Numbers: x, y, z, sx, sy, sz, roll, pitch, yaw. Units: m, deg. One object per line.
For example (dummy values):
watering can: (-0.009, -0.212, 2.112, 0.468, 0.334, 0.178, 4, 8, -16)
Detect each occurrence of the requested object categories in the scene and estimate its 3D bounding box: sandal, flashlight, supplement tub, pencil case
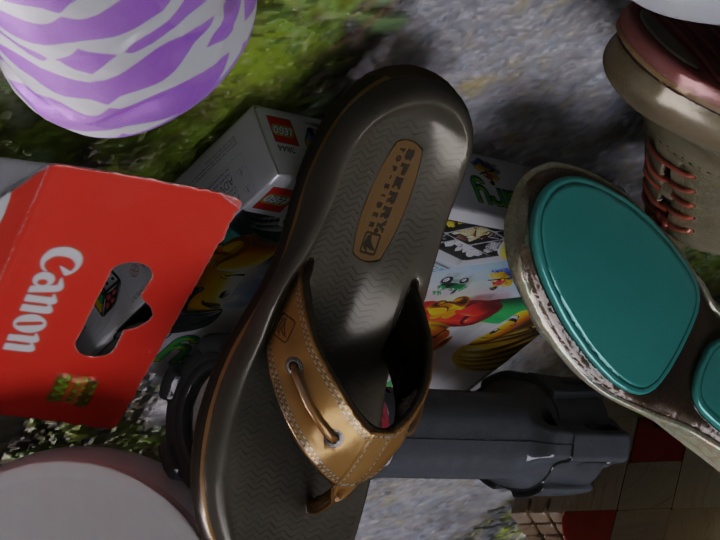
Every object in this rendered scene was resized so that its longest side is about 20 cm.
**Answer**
sandal: (0.000, 0.030, 0.834, 0.082, 0.055, 0.201, 13, 102, -43)
flashlight: (0.014, 0.062, 0.950, 0.200, 0.068, 0.068, 5, 140, -46)
supplement tub: (-0.105, 0.147, 0.959, 0.144, 0.145, 0.200, -19, 168, -1)
pencil case: (-0.080, -0.115, 0.634, 0.085, 0.084, 0.200, -40, 156, -12)

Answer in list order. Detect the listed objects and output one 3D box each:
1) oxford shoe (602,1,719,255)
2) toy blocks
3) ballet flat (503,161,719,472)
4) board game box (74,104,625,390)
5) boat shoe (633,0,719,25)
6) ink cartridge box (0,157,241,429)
oxford shoe: (0.134, -0.039, 0.895, 0.075, 0.071, 0.200, -43, 146, 14)
toy blocks: (0.143, 0.112, 1.033, 0.199, 0.137, 0.100, -5, 137, 28)
ballet flat: (0.110, 0.030, 0.929, 0.200, 0.068, 0.062, 41, 160, -28)
board game box: (0.000, 0.000, 0.928, 0.200, 0.035, 0.126, 9, 141, -42)
boat shoe: (0.175, -0.115, 0.806, 0.199, 0.069, 0.057, -2, 147, -26)
ink cartridge box: (-0.157, 0.023, 0.818, 0.199, 0.050, 0.162, 9, 143, -19)
